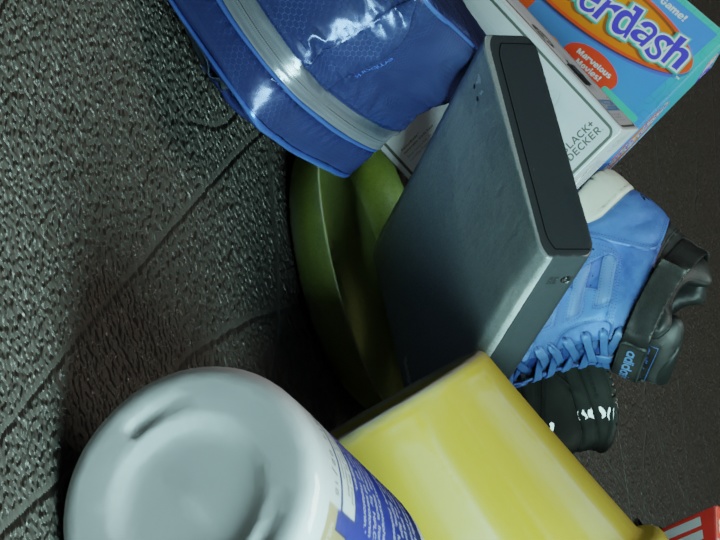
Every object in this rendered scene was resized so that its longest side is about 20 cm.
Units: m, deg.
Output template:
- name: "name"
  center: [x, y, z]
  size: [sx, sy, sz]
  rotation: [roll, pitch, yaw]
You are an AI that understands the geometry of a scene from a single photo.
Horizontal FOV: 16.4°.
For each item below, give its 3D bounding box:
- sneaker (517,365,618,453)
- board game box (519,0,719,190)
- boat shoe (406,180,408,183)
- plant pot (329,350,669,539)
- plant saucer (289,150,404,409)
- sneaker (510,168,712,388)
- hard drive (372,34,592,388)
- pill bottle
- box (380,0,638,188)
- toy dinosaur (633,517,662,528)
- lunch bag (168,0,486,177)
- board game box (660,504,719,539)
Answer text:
- name: "sneaker"
  center: [0.086, 0.028, 1.546]
  size: [0.076, 0.090, 0.201]
  rotation: [105, -35, -63]
- name: "board game box"
  center: [0.111, -0.126, 1.557]
  size: [0.152, 0.200, 0.045]
  rotation: [41, -27, 9]
- name: "boat shoe"
  center: [0.068, 0.021, 1.628]
  size: [0.069, 0.072, 0.201]
  rotation: [88, -11, -65]
- name: "plant pot"
  center: [0.055, 0.153, 1.282]
  size: [0.190, 0.200, 0.201]
  rotation: [61, 17, 1]
- name: "plant saucer"
  center: [0.000, 0.000, 1.478]
  size: [0.200, 0.031, 0.201]
  rotation: [-15, 90, -74]
- name: "sneaker"
  center: [0.128, 0.040, 1.474]
  size: [0.200, 0.111, 0.077]
  rotation: [-46, 165, -25]
- name: "hard drive"
  center: [0.062, -0.011, 1.352]
  size: [0.200, 0.033, 0.140]
  rotation: [117, -34, -52]
- name: "pill bottle"
  center: [-0.035, 0.133, 1.099]
  size: [0.200, 0.119, 0.120]
  rotation: [48, 32, -57]
- name: "box"
  center: [0.052, -0.116, 1.460]
  size: [0.200, 0.117, 0.060]
  rotation: [47, 15, 8]
- name: "toy dinosaur"
  center: [0.135, 0.217, 1.579]
  size: [0.102, 0.136, 0.200]
  rotation: [22, 8, -23]
- name: "lunch bag"
  center: [-0.023, -0.136, 1.342]
  size: [0.136, 0.132, 0.200]
  rotation: [59, 10, 18]
- name: "board game box"
  center: [0.128, 0.234, 1.401]
  size: [0.046, 0.199, 0.152]
  rotation: [49, 27, -28]
